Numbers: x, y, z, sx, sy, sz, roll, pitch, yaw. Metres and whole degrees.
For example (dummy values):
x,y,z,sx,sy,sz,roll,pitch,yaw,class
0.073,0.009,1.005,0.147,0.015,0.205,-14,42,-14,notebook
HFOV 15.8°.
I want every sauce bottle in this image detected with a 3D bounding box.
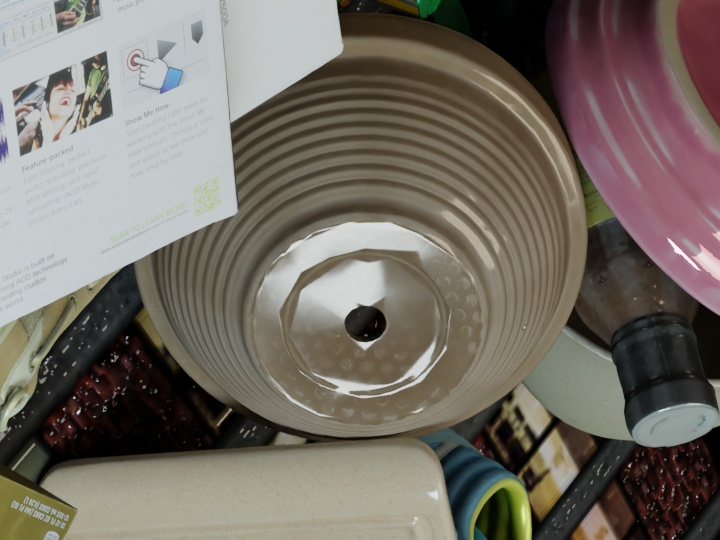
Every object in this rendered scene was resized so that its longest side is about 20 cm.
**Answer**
x,y,z,sx,sy,sz,roll,pitch,yaw,class
0.118,-0.017,1.174,0.064,0.201,0.065,-8,149,-5,sauce bottle

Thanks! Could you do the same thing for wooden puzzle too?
x,y,z,sx,sy,sz,roll,pitch,yaw,class
-0.037,0.162,1.174,0.037,0.184,0.201,-75,157,-57,wooden puzzle

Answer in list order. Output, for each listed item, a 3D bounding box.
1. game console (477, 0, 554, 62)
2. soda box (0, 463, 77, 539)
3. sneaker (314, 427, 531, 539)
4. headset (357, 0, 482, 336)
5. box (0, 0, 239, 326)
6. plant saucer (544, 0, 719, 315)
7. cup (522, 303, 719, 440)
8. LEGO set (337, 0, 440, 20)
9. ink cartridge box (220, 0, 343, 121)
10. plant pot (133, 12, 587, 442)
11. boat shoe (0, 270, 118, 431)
x,y,z,sx,sy,sz,roll,pitch,yaw,class
0.108,-0.212,1.189,0.177,0.031,0.201,-43,150,-44,game console
-0.206,0.085,1.018,0.200,0.064,0.068,33,84,-50,soda box
0.004,0.159,1.235,0.200,0.130,0.080,-57,140,-8,sneaker
-0.004,-0.053,1.189,0.123,0.094,0.201,4,90,-45,headset
-0.109,-0.085,0.837,0.144,0.036,0.201,-27,128,-37,box
0.171,-0.065,1.172,0.200,0.201,0.051,-1,150,-48,plant saucer
0.142,0.006,1.290,0.200,0.200,0.143,-38,161,-30,cup
0.003,-0.217,1.093,0.201,0.116,0.154,-66,165,-9,LEGO set
-0.131,-0.115,0.938,0.200,0.147,0.145,-35,131,-31,ink cartridge box
0.000,0.000,1.099,0.200,0.093,0.202,0,118,-1,plant pot
-0.139,0.026,1.001,0.063,0.073,0.201,55,30,-24,boat shoe
